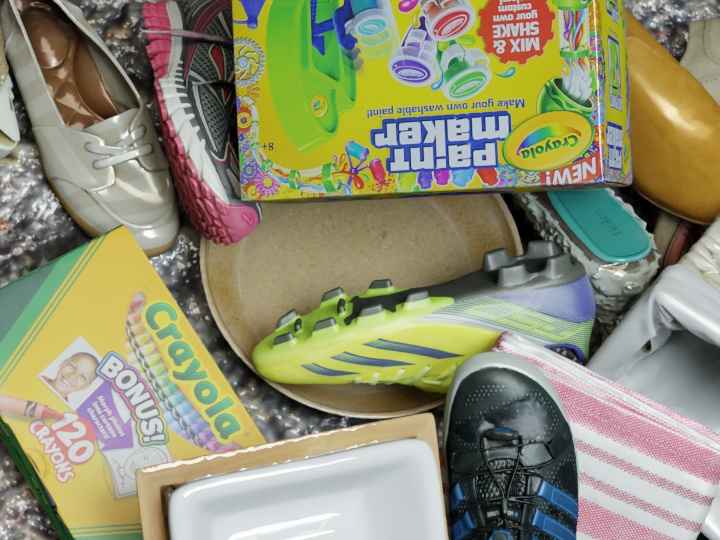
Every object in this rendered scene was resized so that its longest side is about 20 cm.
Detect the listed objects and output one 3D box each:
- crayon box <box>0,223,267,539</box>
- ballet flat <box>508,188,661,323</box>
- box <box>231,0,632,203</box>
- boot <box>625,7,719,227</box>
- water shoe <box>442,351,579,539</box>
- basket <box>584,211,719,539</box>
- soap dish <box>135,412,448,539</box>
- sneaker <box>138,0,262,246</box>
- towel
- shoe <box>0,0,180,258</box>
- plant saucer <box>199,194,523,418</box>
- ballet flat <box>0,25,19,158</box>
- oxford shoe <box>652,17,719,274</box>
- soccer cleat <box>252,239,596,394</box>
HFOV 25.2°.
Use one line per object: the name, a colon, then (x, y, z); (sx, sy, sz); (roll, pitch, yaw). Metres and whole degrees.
crayon box: (-0.133, 0.089, 0.902); (0.118, 0.058, 0.201); (-29, 74, -21)
ballet flat: (0.120, -0.045, 1.002); (0.071, 0.072, 0.201); (-11, 47, -15)
box: (0.042, -0.137, 0.889); (0.198, 0.122, 0.194); (-3, 92, 16)
boot: (0.158, -0.120, 0.975); (0.071, 0.144, 0.201); (-40, 46, 3)
water shoe: (0.082, 0.144, 0.831); (0.071, 0.079, 0.202); (-6, 97, 6)
basket: (0.239, 0.073, 0.924); (0.200, 0.136, 0.123); (37, 47, 6)
soap dish: (-0.030, 0.181, 0.824); (0.156, 0.081, 0.202); (-9, 98, -19)
sneaker: (-0.085, -0.101, 0.958); (0.074, 0.081, 0.201); (-12, 49, -4)
towel: (0.099, 0.151, 0.886); (0.146, 0.030, 0.201); (25, 99, 2)
shoe: (-0.170, -0.096, 0.984); (0.070, 0.053, 0.201); (-25, 72, -20)
plant saucer: (0.000, 0.000, 0.980); (0.199, 0.035, 0.202); (4, 66, -8)
ballet flat: (-0.243, -0.069, 0.962); (0.065, 0.070, 0.201); (30, 63, -26)
oxford shoe: (0.218, -0.080, 1.054); (0.074, 0.071, 0.201); (13, 62, 27)
soccer cleat: (0.039, 0.044, 0.914); (0.199, 0.065, 0.084); (-14, 108, -5)
